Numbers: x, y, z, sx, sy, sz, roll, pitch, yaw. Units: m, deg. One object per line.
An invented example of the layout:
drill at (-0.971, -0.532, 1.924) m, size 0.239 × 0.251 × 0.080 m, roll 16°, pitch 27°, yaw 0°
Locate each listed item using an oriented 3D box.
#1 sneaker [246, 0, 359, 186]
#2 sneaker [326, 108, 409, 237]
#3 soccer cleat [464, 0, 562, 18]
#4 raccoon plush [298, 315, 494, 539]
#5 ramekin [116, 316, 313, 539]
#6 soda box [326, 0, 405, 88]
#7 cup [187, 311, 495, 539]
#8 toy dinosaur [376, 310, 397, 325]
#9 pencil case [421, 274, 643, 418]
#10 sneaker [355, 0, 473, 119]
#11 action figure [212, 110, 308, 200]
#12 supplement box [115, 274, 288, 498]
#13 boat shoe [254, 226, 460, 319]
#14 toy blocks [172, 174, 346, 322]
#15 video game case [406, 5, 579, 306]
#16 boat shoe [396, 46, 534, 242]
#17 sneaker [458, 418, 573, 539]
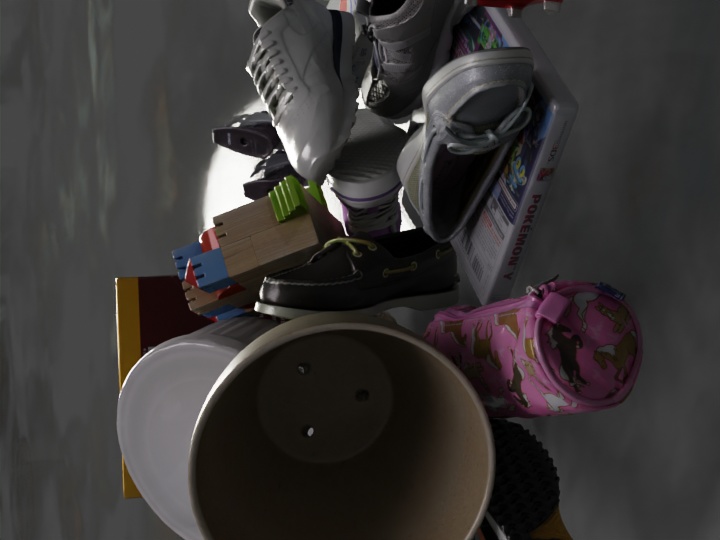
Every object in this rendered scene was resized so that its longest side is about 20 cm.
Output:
sneaker at (-0.050, -0.143, 1.154) m, size 0.076 × 0.080 × 0.201 m, roll -52°, pitch 28°, yaw 32°
sneaker at (0.013, -0.058, 1.221) m, size 0.201 × 0.072 × 0.115 m, roll -93°, pitch -8°, yaw -72°
soccer cleat at (0.125, -0.226, 0.965) m, size 0.200 × 0.068 × 0.086 m, roll 154°, pitch 121°, yaw -63°
raccoon plush at (0.026, 0.135, 1.138) m, size 0.097 × 0.133 × 0.201 m, roll 149°, pitch 118°, yaw -64°
ramekin at (-0.093, 0.131, 1.231) m, size 0.094 × 0.201 × 0.203 m, roll -42°, pitch -32°, yaw -56°
soda box at (0.028, -0.229, 1.206) m, size 0.200 × 0.063 × 0.069 m, roll 123°, pitch 139°, yaw -56°
cup at (-0.018, 0.111, 1.024) m, size 0.143 × 0.199 × 0.201 m, roll -112°, pitch 25°, yaw -73°
toy dinosaur at (0.018, 0.069, 1.250) m, size 0.101 × 0.058 × 0.201 m, roll -125°, pitch 16°, yaw -55°
pencil case at (0.107, 0.056, 1.001) m, size 0.200 × 0.082 × 0.087 m, roll 158°, pitch 115°, yaw -68°
sneaker at (0.029, -0.192, 1.125) m, size 0.200 × 0.082 × 0.075 m, roll 116°, pitch 146°, yaw -50°
action figure at (-0.052, -0.139, 1.321) m, size 0.200 × 0.069 × 0.131 m, roll -54°, pitch -43°, yaw -52°
supplement box at (-0.118, 0.100, 1.382) m, size 0.133 × 0.199 × 0.199 m, roll 151°, pitch 117°, yaw -85°
boat shoe at (0.000, 0.000, 1.122) m, size 0.071 × 0.201 × 0.061 m, roll 15°, pitch 105°, yaw 41°
toy blocks at (-0.085, -0.007, 1.213) m, size 0.200 × 0.136 × 0.100 m, roll 42°, pitch -151°, yaw -74°
video game case at (0.091, -0.106, 1.113) m, size 0.200 × 0.023 × 0.183 m, roll -113°, pitch 29°, yaw -45°
boat shoe at (0.075, -0.088, 1.031) m, size 0.202 × 0.074 × 0.065 m, roll 122°, pitch 135°, yaw -62°
sneaker at (0.106, 0.196, 1.028) m, size 0.201 × 0.070 × 0.090 m, roll -115°, pitch 34°, yaw -41°
